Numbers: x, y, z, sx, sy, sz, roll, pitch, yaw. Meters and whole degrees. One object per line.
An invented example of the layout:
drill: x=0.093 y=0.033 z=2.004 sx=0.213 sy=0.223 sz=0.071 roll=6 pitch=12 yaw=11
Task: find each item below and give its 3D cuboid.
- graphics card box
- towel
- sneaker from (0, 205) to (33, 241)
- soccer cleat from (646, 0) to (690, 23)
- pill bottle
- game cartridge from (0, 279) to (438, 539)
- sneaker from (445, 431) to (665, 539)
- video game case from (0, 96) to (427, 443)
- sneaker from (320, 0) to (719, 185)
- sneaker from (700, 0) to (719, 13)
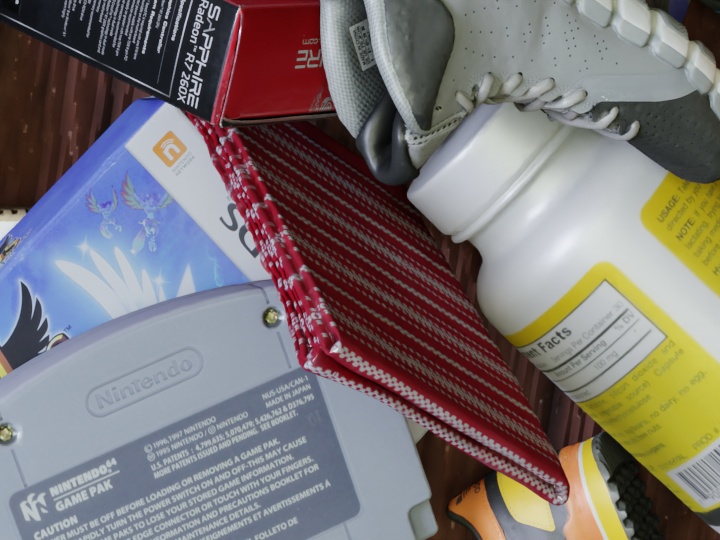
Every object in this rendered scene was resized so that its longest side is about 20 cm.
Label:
graphics card box: x=-0.083 y=-0.114 z=1.061 sx=0.199 sy=0.125 sz=0.051 roll=26 pitch=111 yaw=33
towel: x=0.000 y=0.000 z=1.063 sx=0.022 sy=0.200 sz=0.144 roll=-45 pitch=131 yaw=16
sneaker: x=-0.191 y=0.028 z=1.146 sx=0.198 sy=0.070 sz=0.109 roll=-1 pitch=94 yaw=-3
soccer cleat: x=0.121 y=-0.171 z=1.084 sx=0.064 sy=0.084 sz=0.201 roll=21 pitch=124 yaw=7
pill bottle: x=0.118 y=0.007 z=1.119 sx=0.200 sy=0.111 sz=0.111 roll=43 pitch=94 yaw=-7
game cartridge: x=-0.075 y=0.083 z=1.078 sx=0.199 sy=0.041 sz=0.134 roll=-23 pitch=98 yaw=-21
sneaker: x=0.098 y=0.173 z=1.167 sx=0.089 sy=0.070 sz=0.201 roll=-16 pitch=95 yaw=16
video game case: x=-0.091 y=0.063 z=1.113 sx=0.200 sy=0.045 sz=0.181 roll=-48 pitch=108 yaw=-14
sneaker: x=0.052 y=-0.066 z=1.015 sx=0.200 sy=0.075 sz=0.116 roll=39 pitch=70 yaw=-24
sneaker: x=0.172 y=-0.203 z=1.119 sx=0.073 sy=0.082 sz=0.201 roll=10 pitch=97 yaw=-4
